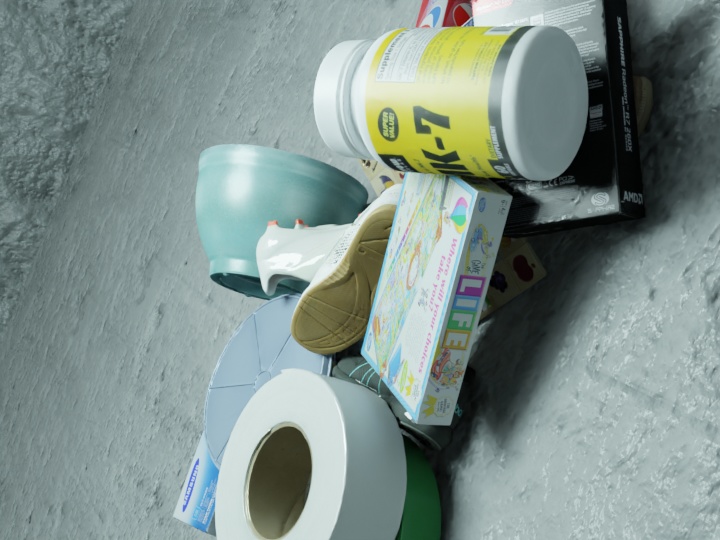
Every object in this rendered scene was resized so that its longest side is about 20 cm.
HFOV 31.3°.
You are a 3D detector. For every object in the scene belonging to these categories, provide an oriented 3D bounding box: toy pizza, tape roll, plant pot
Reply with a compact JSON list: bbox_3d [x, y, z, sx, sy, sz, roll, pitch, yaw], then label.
[{"bbox_3d":[-0.091,0.121,1.326,0.199,0.032,0.203,-30,46,37],"label":"toy pizza"},{"bbox_3d":[-0.008,0.241,1.167,0.199,0.048,0.203,-27,54,45],"label":"tape roll"},{"bbox_3d":[-0.100,-0.042,1.447,0.200,0.198,0.136,-13,61,61],"label":"plant pot"},{"bbox_3d":[-0.047,0.193,1.140,0.201,0.070,0.205,-28,53,45],"label":"tape roll"}]

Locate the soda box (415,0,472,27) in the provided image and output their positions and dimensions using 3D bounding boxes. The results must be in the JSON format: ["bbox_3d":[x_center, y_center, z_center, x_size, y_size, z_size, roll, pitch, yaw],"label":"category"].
[{"bbox_3d":[0.100,-0.260,1.333,0.070,0.063,0.202,-39,30,48],"label":"soda box"}]

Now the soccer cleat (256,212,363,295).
[{"bbox_3d":[-0.012,-0.016,1.320,0.197,0.069,0.079,-5,76,17],"label":"soccer cleat"}]

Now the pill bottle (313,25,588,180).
[{"bbox_3d":[0.067,-0.132,1.006,0.198,0.114,0.116,7,75,38],"label":"pill bottle"}]

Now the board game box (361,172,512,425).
[{"bbox_3d":[0.060,0.009,1.083,0.135,0.034,0.203,-132,52,-59],"label":"board game box"}]

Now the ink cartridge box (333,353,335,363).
[{"bbox_3d":[-0.071,0.144,1.420,0.200,0.040,0.202,-41,37,38],"label":"ink cartridge box"}]

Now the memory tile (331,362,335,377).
[{"bbox_3d":[-0.037,0.199,1.279,0.154,0.017,0.201,-58,41,19],"label":"memory tile"}]

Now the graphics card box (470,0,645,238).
[{"bbox_3d":[0.158,-0.134,1.038,0.124,0.051,0.204,-9,80,36],"label":"graphics card box"}]

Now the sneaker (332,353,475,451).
[{"bbox_3d":[0.043,0.106,1.203,0.080,0.075,0.199,-56,29,-7],"label":"sneaker"}]

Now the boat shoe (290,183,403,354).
[{"bbox_3d":[0.000,0.000,1.216,0.201,0.070,0.070,-52,12,36],"label":"boat shoe"}]

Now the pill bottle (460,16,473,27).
[{"bbox_3d":[0.137,-0.187,1.160,0.199,0.110,0.112,-37,38,34],"label":"pill bottle"}]

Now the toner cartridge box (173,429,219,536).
[{"bbox_3d":[-0.137,0.188,1.409,0.095,0.043,0.203,0,69,60],"label":"toner cartridge box"}]

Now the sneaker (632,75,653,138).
[{"bbox_3d":[0.163,-0.108,1.098,0.200,0.075,0.071,-40,37,48],"label":"sneaker"}]

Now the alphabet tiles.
[{"bbox_3d":[0.068,-0.048,1.176,0.167,0.007,0.202,-38,78,48],"label":"alphabet tiles"}]
